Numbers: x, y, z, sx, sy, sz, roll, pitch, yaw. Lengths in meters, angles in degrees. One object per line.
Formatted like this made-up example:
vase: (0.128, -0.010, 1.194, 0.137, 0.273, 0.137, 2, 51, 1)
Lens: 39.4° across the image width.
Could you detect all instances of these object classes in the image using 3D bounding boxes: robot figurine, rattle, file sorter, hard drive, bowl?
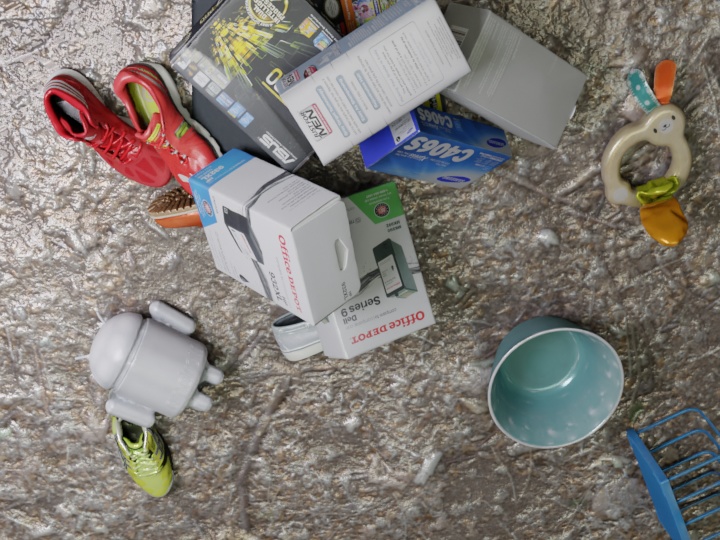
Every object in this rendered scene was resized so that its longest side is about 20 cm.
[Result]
robot figurine: (-0.293, 0.131, 1.408, 0.198, 0.113, 0.171, 26, 72, -17)
rattle: (0.393, -0.159, 1.328, 0.129, 0.143, 0.202, 16, 121, 8)
file sorter: (0.522, 0.339, 1.574, 0.122, 0.139, 0.201, -25, 115, 3)
hard drive: (-0.149, -0.242, 1.257, 0.138, 0.033, 0.202, 15, 117, 22)
bowl: (0.275, 0.148, 1.476, 0.198, 0.105, 0.203, -2, 115, -4)

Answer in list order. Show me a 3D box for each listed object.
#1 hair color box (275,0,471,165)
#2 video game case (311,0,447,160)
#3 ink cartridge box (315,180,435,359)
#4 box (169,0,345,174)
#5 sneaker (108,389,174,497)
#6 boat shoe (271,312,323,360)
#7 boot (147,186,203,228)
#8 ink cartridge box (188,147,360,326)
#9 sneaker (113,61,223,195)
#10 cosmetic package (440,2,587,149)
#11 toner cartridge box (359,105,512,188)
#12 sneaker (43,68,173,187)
hair color box: (0.014, -0.218, 1.130, 0.199, 0.061, 0.099, -32, 117, 5)
video game case: (0.005, -0.255, 1.221, 0.179, 0.026, 0.202, -18, 117, -8)
ink cartridge box: (0.000, 0.000, 1.334, 0.145, 0.084, 0.202, -20, 96, -22)
box: (-0.095, -0.235, 1.160, 0.161, 0.049, 0.200, -42, 117, 13)
sneaker: (-0.331, 0.262, 1.487, 0.074, 0.077, 0.202, -16, 117, 0)
boat shoe: (-0.035, 0.057, 1.422, 0.199, 0.070, 0.072, -27, 116, 9)
boot: (-0.183, -0.065, 1.352, 0.197, 0.075, 0.108, -6, 121, -4)
ink cartridge box: (-0.104, -0.043, 1.219, 0.083, 0.199, 0.146, -36, 133, -29)
sneaker: (-0.246, -0.167, 1.263, 0.077, 0.085, 0.201, -33, 95, 25)
cosmetic package: (0.179, -0.239, 1.248, 0.199, 0.090, 0.108, 22, 95, -41)
toner cartridge box: (0.097, -0.155, 1.273, 0.095, 0.044, 0.199, -30, 157, 37)
sneaker: (-0.323, -0.160, 1.266, 0.199, 0.116, 0.078, 38, 107, -20)
